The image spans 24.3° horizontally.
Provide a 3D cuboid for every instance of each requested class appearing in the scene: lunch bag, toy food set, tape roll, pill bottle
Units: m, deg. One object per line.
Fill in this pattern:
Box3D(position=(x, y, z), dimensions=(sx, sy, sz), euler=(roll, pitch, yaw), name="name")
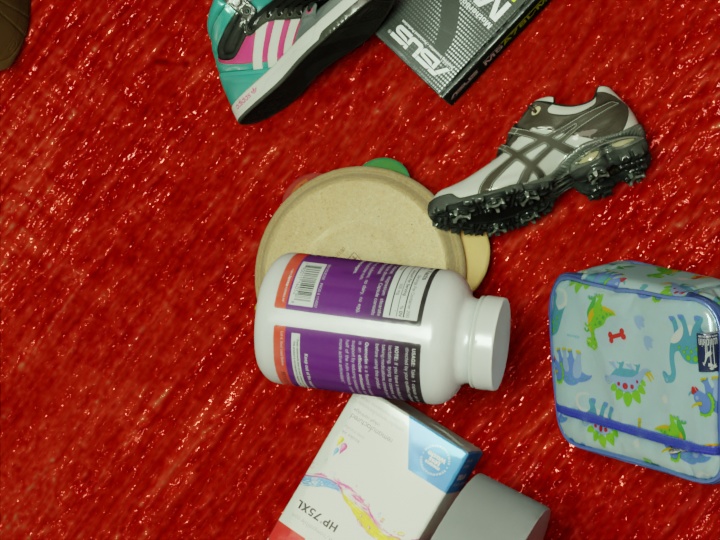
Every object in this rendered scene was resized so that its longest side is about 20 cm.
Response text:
Box3D(position=(0.240, 0.082, 1.338), dimensions=(0.200, 0.082, 0.161), euler=(15, 112, 53), name="lunch bag")
Box3D(position=(0.000, 0.000, 1.480), dimensions=(0.198, 0.049, 0.200), euler=(31, 94, 15), name="toy food set")
Box3D(position=(0.082, 0.268, 1.356), dimensions=(0.066, 0.200, 0.201), euler=(25, 91, 14), name="tape roll")
Box3D(position=(0.019, 0.049, 1.387), dimensions=(0.200, 0.112, 0.113), euler=(7, 87, 15), name="pill bottle")

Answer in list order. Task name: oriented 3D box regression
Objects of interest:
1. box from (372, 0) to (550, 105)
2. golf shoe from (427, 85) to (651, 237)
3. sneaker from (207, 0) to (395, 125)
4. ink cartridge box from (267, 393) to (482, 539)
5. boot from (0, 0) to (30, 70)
Box3D(position=(0.074, -0.284, 1.487), dimensions=(0.193, 0.048, 0.200), euler=(-45, 75, 5), name="box")
Box3D(position=(0.145, -0.095, 1.439), dimensions=(0.200, 0.078, 0.095), euler=(-18, 68, -4), name="golf shoe")
Box3D(position=(-0.064, -0.231, 1.483), dimensions=(0.200, 0.084, 0.121), euler=(-36, 78, 33), name="sneaker")
Box3D(position=(0.003, 0.212, 1.450), dimensions=(0.116, 0.067, 0.200), euler=(31, 93, 15), name="ink cartridge box")
Box3D(position=(-0.399, -0.283, 1.593), dimensions=(0.155, 0.073, 0.200), euler=(-3, 83, 14), name="boot")
